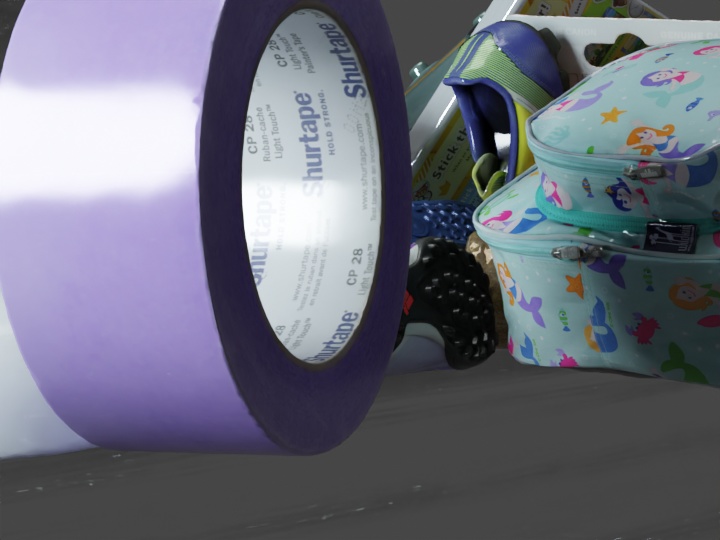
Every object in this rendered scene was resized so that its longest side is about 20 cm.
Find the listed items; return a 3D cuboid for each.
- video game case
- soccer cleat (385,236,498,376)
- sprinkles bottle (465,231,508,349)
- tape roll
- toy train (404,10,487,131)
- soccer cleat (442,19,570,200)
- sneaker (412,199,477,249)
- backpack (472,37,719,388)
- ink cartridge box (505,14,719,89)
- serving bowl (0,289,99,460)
[{"bbox_3d":[0.111,-0.079,1.376,0.181,0.201,0.023,23,14,-43],"label":"video game case"},{"bbox_3d":[0.004,0.024,1.132,0.073,0.069,0.200,-16,-5,28],"label":"soccer cleat"},{"bbox_3d":[0.157,0.009,1.241,0.198,0.069,0.068,-1,3,9],"label":"sprinkles bottle"},{"bbox_3d":[-0.053,-0.031,0.867,0.084,0.202,0.200,1,4,22],"label":"tape roll"},{"bbox_3d":[0.062,-0.101,1.422,0.200,0.085,0.114,-41,-4,0],"label":"toy train"},{"bbox_3d":[0.096,-0.042,1.291,0.064,0.201,0.084,4,33,45],"label":"soccer cleat"},{"bbox_3d":[0.000,0.000,1.276,0.199,0.078,0.070,8,29,-39],"label":"sneaker"},{"bbox_3d":[0.155,-0.026,1.107,0.199,0.151,0.177,-5,23,45],"label":"backpack"},{"bbox_3d":[0.180,-0.062,1.313,0.162,0.201,0.057,6,30,34],"label":"ink cartridge box"},{"bbox_3d":[-0.185,0.037,0.944,0.198,0.066,0.200,-3,3,0],"label":"serving bowl"}]
